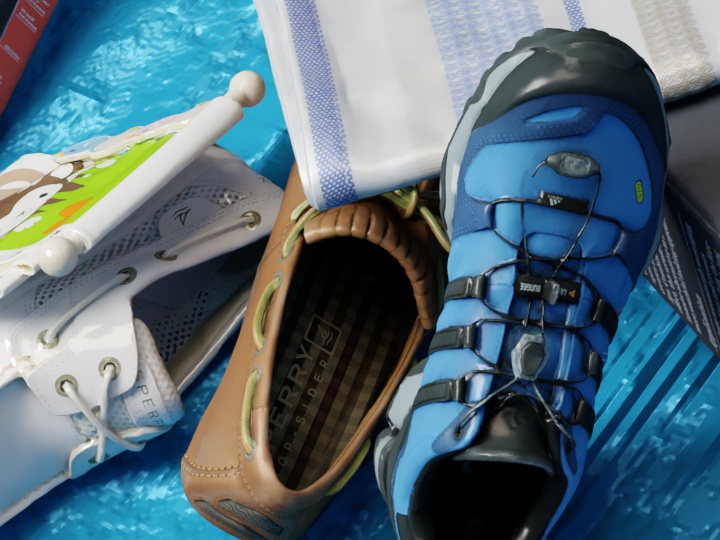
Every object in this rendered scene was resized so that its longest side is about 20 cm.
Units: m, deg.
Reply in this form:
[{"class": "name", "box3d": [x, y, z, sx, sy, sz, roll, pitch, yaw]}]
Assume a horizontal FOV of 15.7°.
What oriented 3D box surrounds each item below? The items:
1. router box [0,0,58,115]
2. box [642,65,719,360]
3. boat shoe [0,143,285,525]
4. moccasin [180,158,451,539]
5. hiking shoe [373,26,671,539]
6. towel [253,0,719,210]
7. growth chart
[{"class": "router box", "box3d": [-0.217, -0.139, 1.110, 0.200, 0.049, 0.180, 17, 74, 30]}, {"class": "box", "box3d": [0.167, -0.042, 0.879, 0.148, 0.107, 0.200, -32, 49, -7]}, {"class": "boat shoe", "box3d": [-0.093, 0.033, 0.936, 0.069, 0.071, 0.200, 27, 63, 35]}, {"class": "moccasin", "box3d": [-0.001, -0.001, 0.914, 0.078, 0.074, 0.202, -33, 24, 58]}, {"class": "hiking shoe", "box3d": [0.056, 0.022, 0.814, 0.074, 0.200, 0.087, 6, 33, -10]}, {"class": "towel", "box3d": [0.060, -0.103, 0.882, 0.199, 0.024, 0.147, -18, 49, 5]}, {"class": "growth chart", "box3d": [-0.134, -0.016, 0.967, 0.200, 0.018, 0.145, -17, 22, 37]}]
